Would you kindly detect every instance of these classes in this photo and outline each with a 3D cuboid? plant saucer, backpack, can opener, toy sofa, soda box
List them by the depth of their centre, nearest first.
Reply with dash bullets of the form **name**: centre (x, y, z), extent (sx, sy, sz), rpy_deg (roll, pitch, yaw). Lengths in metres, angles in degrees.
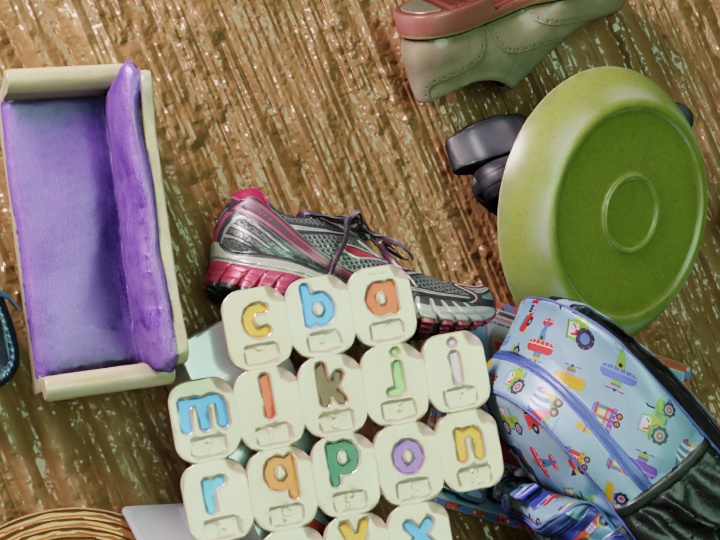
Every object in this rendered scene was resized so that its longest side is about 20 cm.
- **toy sofa**: centre (-0.167, -0.024, 0.902), extent (0.082, 0.098, 0.201), rpy_deg (-6, 85, -23)
- **soda box**: centre (-0.058, 0.128, 0.940), extent (0.068, 0.064, 0.201), rpy_deg (-24, 91, -23)
- **backpack**: centre (0.152, 0.116, 0.946), extent (0.135, 0.183, 0.200), rpy_deg (-43, 99, -7)
- **plant saucer**: centre (0.180, -0.041, 1.033), extent (0.199, 0.031, 0.201), rpy_deg (-6, 101, -36)
- **can opener**: centre (0.159, -0.088, 1.063), extent (0.199, 0.063, 0.079), rpy_deg (-15, 87, -23)

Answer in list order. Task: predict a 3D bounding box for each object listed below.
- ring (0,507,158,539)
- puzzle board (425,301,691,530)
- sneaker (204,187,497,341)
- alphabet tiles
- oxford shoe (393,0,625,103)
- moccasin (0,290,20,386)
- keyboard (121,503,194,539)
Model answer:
- **ring**: centre (-0.176, 0.245, 0.897), extent (0.199, 0.019, 0.201), rpy_deg (4, 79, -21)
- **puzzle board**: centre (0.141, 0.113, 1.049), extent (0.199, 0.017, 0.151), rpy_deg (18, 75, -19)
- **sneaker**: centre (0.000, 0.000, 0.975), extent (0.199, 0.081, 0.075), rpy_deg (14, 74, -19)
- **alphabet tiles**: centre (-0.014, 0.101, 0.906), extent (0.199, 0.015, 0.197), rpy_deg (-10, 88, -11)
- **oxford shoe**: centre (0.111, -0.172, 1.067), extent (0.199, 0.070, 0.075), rpy_deg (-16, 114, -25)
- **moccasin**: centre (-0.269, -0.013, 0.873), extent (0.080, 0.068, 0.200), rpy_deg (-36, 96, -23)
- **keyboard**: centre (-0.079, 0.206, 0.868), extent (0.056, 0.200, 0.011), rpy_deg (-2, 126, -35)
